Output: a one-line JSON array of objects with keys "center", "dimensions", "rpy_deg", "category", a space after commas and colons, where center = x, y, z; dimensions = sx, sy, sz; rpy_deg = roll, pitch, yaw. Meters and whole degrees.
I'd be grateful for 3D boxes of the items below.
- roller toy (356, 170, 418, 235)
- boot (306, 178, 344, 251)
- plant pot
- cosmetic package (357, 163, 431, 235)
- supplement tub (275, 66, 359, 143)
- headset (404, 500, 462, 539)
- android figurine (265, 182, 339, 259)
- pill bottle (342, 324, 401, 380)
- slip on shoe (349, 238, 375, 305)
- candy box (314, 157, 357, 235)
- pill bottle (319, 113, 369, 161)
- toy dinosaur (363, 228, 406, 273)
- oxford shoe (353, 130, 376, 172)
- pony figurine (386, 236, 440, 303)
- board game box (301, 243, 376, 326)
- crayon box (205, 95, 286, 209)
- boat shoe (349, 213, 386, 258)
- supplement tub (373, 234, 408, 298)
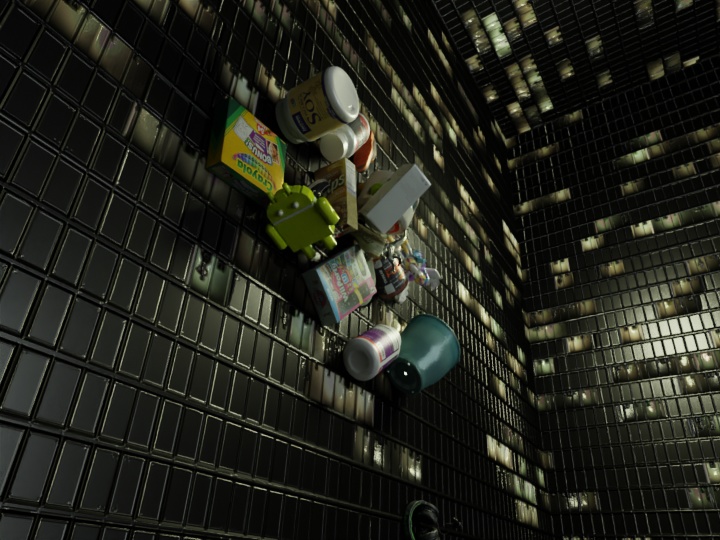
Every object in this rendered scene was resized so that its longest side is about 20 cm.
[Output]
[{"center": [0.086, -0.215, 1.639], "dimensions": [0.181, 0.198, 0.142], "rpy_deg": [36, 68, -20], "category": "roller toy"}, {"center": [-0.104, -0.146, 1.363], "dimensions": [0.151, 0.073, 0.200], "rpy_deg": [45, 38, -1], "category": "boot"}, {"center": [0.177, 0.270, 1.602], "dimensions": [0.187, 0.197, 0.205], "rpy_deg": [-36, 107, -42], "category": "plant pot"}, {"center": [0.092, -0.201, 1.474], "dimensions": [0.081, 0.200, 0.113], "rpy_deg": [47, -6, -17], "category": "cosmetic package"}, {"center": [-0.117, -0.437, 1.403], "dimensions": [0.145, 0.196, 0.150], "rpy_deg": [34, 48, -47], "category": "supplement tub"}, {"center": [0.206, 0.736, 1.509], "dimensions": [0.197, 0.093, 0.127], "rpy_deg": [26, 54, -39], "category": "headset"}, {"center": [-0.142, -0.117, 1.230], "dimensions": [0.202, 0.178, 0.042], "rpy_deg": [56, 26, -32], "category": "android figurine"}, {"center": [0.040, 0.220, 1.450], "dimensions": [0.199, 0.110, 0.116], "rpy_deg": [-20, 93, -61], "category": "pill bottle"}, {"center": [0.000, 0.000, 1.536], "dimensions": [0.072, 0.061, 0.207], "rpy_deg": [-7, 94, -33], "category": "slip on shoe"}, {"center": [-0.070, -0.197, 1.454], "dimensions": [0.055, 0.113, 0.206], "rpy_deg": [26, 55, -52], "category": "candy box"}, {"center": [-0.051, -0.404, 1.590], "dimensions": [0.113, 0.108, 0.201], "rpy_deg": [62, 32, -19], "category": "pill bottle"}, {"center": [0.089, -0.046, 1.537], "dimensions": [0.198, 0.047, 0.090], "rpy_deg": [-30, 100, -36], "category": "toy dinosaur"}, {"center": [0.025, -0.386, 1.755], "dimensions": [0.073, 0.069, 0.204], "rpy_deg": [55, 35, -38], "category": "oxford shoe"}, {"center": [0.165, -0.002, 1.726], "dimensions": [0.203, 0.164, 0.194], "rpy_deg": [59, -4, 30], "category": "pony figurine"}, {"center": [-0.052, 0.035, 1.399], "dimensions": [0.199, 0.063, 0.151], "rpy_deg": [-33, 105, -48], "category": "board game box"}, {"center": [-0.259, -0.268, 1.220], "dimensions": [0.199, 0.057, 0.178], "rpy_deg": [33, 49, -50], "category": "crayon box"}, {"center": [0.006, -0.116, 1.454], "dimensions": [0.072, 0.063, 0.201], "rpy_deg": [12, 31, -50], "category": "boat shoe"}, {"center": [0.064, -0.022, 1.611], "dimensions": [0.203, 0.105, 0.108], "rpy_deg": [61, 32, -21], "category": "supplement tub"}]
